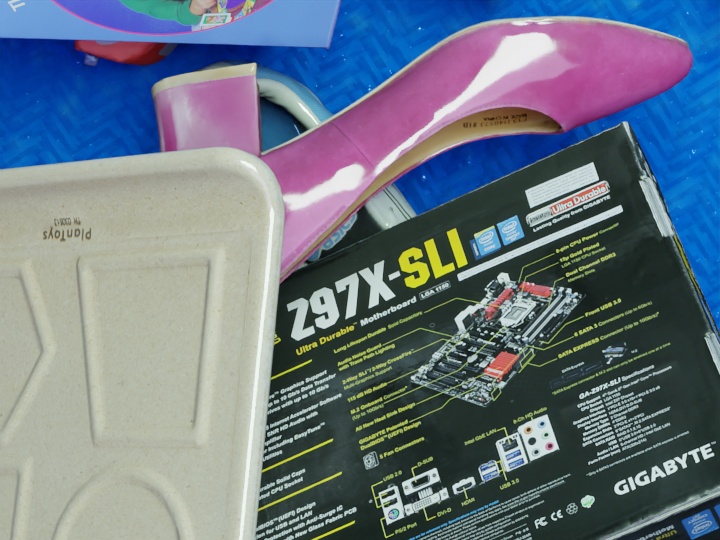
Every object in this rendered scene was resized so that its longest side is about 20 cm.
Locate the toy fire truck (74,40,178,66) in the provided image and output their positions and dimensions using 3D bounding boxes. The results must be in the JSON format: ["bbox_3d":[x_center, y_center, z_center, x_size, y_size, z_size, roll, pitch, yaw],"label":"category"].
[{"bbox_3d":[-0.167,-0.097,0.833,0.198,0.049,0.142,17,100,-6],"label":"toy fire truck"}]

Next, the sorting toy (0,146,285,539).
[{"bbox_3d":[-0.101,0.065,0.754,0.184,0.036,0.202,-3,81,38],"label":"sorting toy"}]

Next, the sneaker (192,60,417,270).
[{"bbox_3d":[0.000,0.000,0.848,0.200,0.073,0.072,44,95,-11],"label":"sneaker"}]

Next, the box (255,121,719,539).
[{"bbox_3d":[0.032,0.056,0.759,0.199,0.160,0.049,-25,138,8],"label":"box"}]

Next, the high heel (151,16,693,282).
[{"bbox_3d":[0.023,-0.032,0.772,0.198,0.067,0.097,-7,78,-3],"label":"high heel"}]

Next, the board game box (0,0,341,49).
[{"bbox_3d":[-0.059,-0.157,0.693,0.133,0.045,0.201,0,142,-14],"label":"board game box"}]
